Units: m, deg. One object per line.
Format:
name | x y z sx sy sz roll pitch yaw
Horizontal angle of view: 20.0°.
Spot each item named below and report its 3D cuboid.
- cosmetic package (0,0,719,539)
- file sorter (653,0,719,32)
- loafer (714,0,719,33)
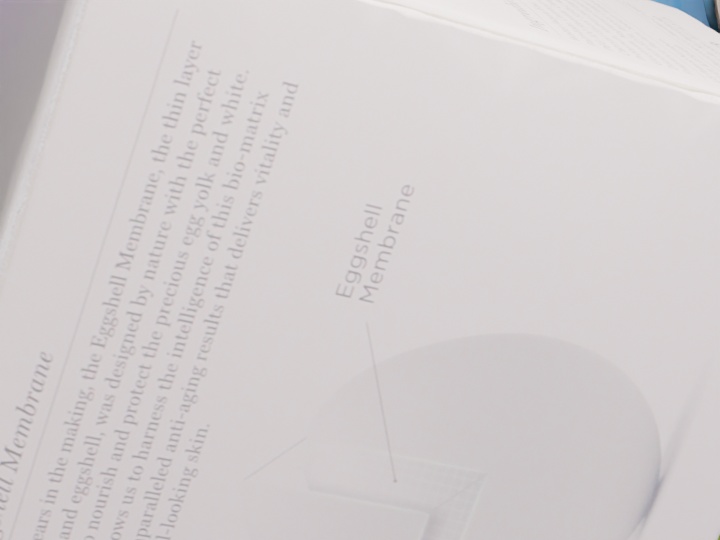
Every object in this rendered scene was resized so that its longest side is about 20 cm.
cosmetic package | -0.013 0.016 0.518 0.201 0.199 0.123 -70 -155 16
file sorter | 0.075 -0.138 0.870 0.123 0.199 0.140 38 54 -59
loafer | 0.179 -0.135 0.790 0.063 0.071 0.201 61 34 -53
